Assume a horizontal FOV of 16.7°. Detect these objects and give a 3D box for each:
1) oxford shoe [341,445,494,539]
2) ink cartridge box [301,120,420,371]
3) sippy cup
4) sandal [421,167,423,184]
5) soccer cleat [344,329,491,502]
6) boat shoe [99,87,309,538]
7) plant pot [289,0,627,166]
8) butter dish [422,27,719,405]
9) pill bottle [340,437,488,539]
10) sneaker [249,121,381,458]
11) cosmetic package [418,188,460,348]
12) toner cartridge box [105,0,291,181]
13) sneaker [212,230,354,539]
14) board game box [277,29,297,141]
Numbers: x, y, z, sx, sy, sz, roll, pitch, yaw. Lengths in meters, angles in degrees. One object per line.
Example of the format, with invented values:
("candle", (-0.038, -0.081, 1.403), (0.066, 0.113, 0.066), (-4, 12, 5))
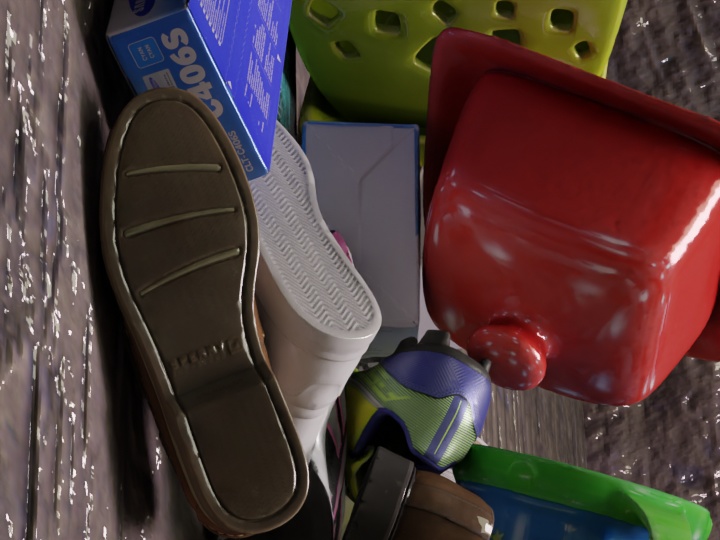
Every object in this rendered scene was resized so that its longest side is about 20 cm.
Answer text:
("oxford shoe", (0.022, 0.167, 1.216), (0.200, 0.084, 0.073), (109, 0, -58))
("ink cartridge box", (0.000, 0.000, 1.403), (0.200, 0.067, 0.116), (91, 0, -75))
("sippy cup", (0.100, 0.169, 1.269), (0.178, 0.139, 0.131), (51, 55, -79))
("sandal", (0.014, -0.107, 1.637), (0.055, 0.081, 0.201), (103, -1, -51))
("soccer cleat", (0.000, 0.093, 1.303), (0.200, 0.065, 0.084), (-31, -149, 57))
("boat shoe", (-0.079, 0.022, 1.095), (0.068, 0.071, 0.201), (159, -79, -73))
("plant pot", (0.061, -0.170, 1.413), (0.200, 0.199, 0.182), (-76, 170, -49))
("butter dish", (0.103, 0.000, 1.306), (0.201, 0.198, 0.148), (93, 23, -52))
("pill bottle", (0.029, 0.167, 1.459), (0.200, 0.110, 0.112), (-56, 139, -75))
("sneaker", (-0.062, 0.007, 1.193), (0.116, 0.073, 0.201), (-65, -146, 34))
("cosmetic package", (0.040, -0.029, 1.676), (0.201, 0.101, 0.072), (-84, 163, -55))
("toner cartridge box", (-0.074, -0.129, 1.184), (0.200, 0.043, 0.095), (-86, 153, -56))
("sneaker", (-0.041, 0.080, 1.258), (0.086, 0.080, 0.201), (74, 23, -73))
("board game box", (-0.061, -0.106, 1.352), (0.135, 0.028, 0.201), (64, 22, -62))
